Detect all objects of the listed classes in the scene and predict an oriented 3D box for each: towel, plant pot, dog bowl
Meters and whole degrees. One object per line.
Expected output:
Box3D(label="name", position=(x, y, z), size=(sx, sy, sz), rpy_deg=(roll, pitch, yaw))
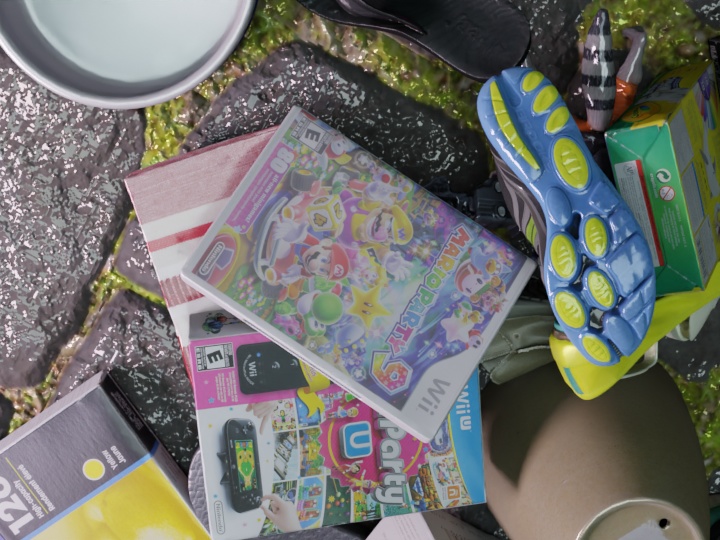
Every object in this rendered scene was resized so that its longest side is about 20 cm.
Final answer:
Box3D(label="towel", position=(-0.072, 0.004, 0.816), size=(0.142, 0.023, 0.202), rpy_deg=(-17, 104, -4))
Box3D(label="plant pot", position=(0.183, 0.167, 0.838), size=(0.185, 0.200, 0.190), rpy_deg=(0, 104, -1))
Box3D(label="dog bowl", position=(-0.168, -0.219, 0.801), size=(0.197, 0.079, 0.203), rpy_deg=(0, 103, -1))

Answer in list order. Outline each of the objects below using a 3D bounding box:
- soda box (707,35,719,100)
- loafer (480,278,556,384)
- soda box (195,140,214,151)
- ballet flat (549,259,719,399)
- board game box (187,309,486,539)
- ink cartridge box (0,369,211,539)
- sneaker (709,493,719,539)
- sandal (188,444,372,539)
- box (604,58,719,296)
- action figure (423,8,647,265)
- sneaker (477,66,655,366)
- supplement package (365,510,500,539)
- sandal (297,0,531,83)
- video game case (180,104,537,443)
Box3D(label="soda box", position=(0.303, -0.133, 0.765), size=(0.070, 0.200, 0.064), rpy_deg=(-19, 104, 4))
Box3D(label="loafer", position=(0.117, 0.048, 0.875), size=(0.197, 0.075, 0.071), rpy_deg=(0, 104, 6))
Box3D(label="soda box", position=(-0.034, -0.040, 0.854), size=(0.197, 0.063, 0.069), rpy_deg=(13, 103, -4))
Box3D(label="ballet flat", position=(0.212, 0.029, 0.816), size=(0.199, 0.066, 0.068), rpy_deg=(-29, 109, -31))
Box3D(label="board game box", position=(-0.016, 0.098, 0.801), size=(0.197, 0.064, 0.150), rpy_deg=(-7, 103, -8))
Box3D(label="ink cartridge box", position=(-0.231, 0.217, 0.925), size=(0.199, 0.047, 0.199), rpy_deg=(-34, 103, 5))
Box3D(label="sneaker", position=(0.358, 0.204, 0.910), size=(0.198, 0.080, 0.072), rpy_deg=(-21, 103, 4))
Box3D(label="sandal", position=(-0.063, 0.204, 0.928), size=(0.200, 0.043, 0.076), rpy_deg=(40, 99, -21))
Box3D(label="box", position=(0.227, -0.074, 0.796), size=(0.048, 0.200, 0.119), rpy_deg=(-8, 107, 31))
Box3D(label="action figure", position=(0.140, -0.078, 0.809), size=(0.198, 0.104, 0.196), rpy_deg=(-5, 87, -24))
Box3D(label="sneaker", position=(0.136, -0.037, 0.739), size=(0.070, 0.083, 0.202), rpy_deg=(-24, 79, 8))
Box3D(label="supplement package", position=(0.034, 0.301, 0.897), size=(0.116, 0.117, 0.201), rpy_deg=(32, 102, -29))
Box3D(label="sandal", position=(0.029, -0.199, 0.796), size=(0.199, 0.048, 0.076), rpy_deg=(26, 89, 16))
Box3D(label="video game case", position=(0.000, 0.000, 0.758), size=(0.199, 0.018, 0.144), rpy_deg=(33, 76, 2))
